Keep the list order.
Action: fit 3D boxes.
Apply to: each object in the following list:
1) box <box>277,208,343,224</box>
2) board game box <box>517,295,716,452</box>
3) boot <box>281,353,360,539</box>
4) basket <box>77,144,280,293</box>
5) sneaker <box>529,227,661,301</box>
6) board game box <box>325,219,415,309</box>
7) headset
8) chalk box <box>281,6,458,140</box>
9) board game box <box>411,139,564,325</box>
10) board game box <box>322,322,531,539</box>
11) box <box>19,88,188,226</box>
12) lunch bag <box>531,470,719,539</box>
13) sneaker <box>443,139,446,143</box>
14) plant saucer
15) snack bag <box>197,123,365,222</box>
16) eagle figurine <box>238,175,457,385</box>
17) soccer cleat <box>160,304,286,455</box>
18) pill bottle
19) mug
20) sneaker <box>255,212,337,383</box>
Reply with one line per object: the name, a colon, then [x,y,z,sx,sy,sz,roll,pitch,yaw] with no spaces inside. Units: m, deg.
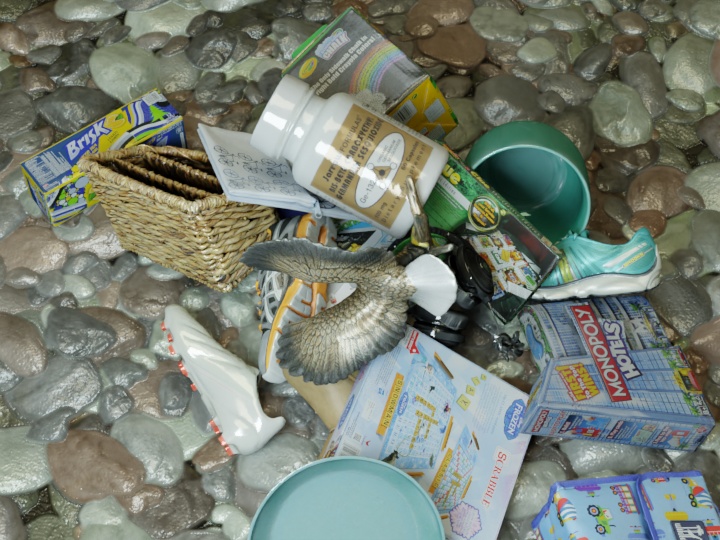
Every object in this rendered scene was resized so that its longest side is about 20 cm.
box: [-0.053,-0.122,1.785,0.121,0.032,0.201,7,57,6]
board game box: [0.255,0.110,1.573,0.199,0.062,0.201,-4,54,-21]
boot: [-0.038,0.200,1.518,0.175,0.066,0.200,29,58,-8]
basket: [-0.199,-0.093,1.674,0.200,0.149,0.143,22,57,35]
sneaker: [0.241,-0.006,1.640,0.199,0.077,0.080,-7,89,12]
board game box: [0.000,0.000,1.676,0.199,0.035,0.127,-24,66,-6]
headset: [0.097,0.033,1.574,0.200,0.094,0.124,37,101,26]
chalk box: [-0.002,-0.219,1.735,0.124,0.124,0.200,-43,58,-1]
board game box: [0.126,-0.044,1.623,0.200,0.105,0.023,46,27,17]
board game box: [0.075,0.180,1.522,0.199,0.041,0.200,31,58,-9]
box: [-0.315,-0.141,1.783,0.200,0.070,0.064,-32,61,-19]
lunch bag: [0.299,0.290,1.475,0.199,0.094,0.151,-6,53,-18]
sneaker: [0.054,-0.158,1.784,0.084,0.073,0.200,-19,58,-15]
plant saucer: [-0.015,0.275,1.436,0.199,0.201,0.036,-6,12,-3]
snack bag: [-0.079,-0.112,1.659,0.199,0.021,0.189,10,25,-22]
eagle figurine: [-0.005,0.018,1.497,0.199,0.151,0.152,-23,68,-17]
soccer cleat: [-0.155,0.114,1.604,0.077,0.069,0.200,-30,67,-7]
pill bottle: [-0.014,-0.129,1.576,0.199,0.114,0.115,29,59,-2]
mug: [0.179,-0.107,1.688,0.185,0.152,0.115,31,26,-9]
sneaker: [-0.083,0.030,1.619,0.077,0.078,0.201,0,68,35]
